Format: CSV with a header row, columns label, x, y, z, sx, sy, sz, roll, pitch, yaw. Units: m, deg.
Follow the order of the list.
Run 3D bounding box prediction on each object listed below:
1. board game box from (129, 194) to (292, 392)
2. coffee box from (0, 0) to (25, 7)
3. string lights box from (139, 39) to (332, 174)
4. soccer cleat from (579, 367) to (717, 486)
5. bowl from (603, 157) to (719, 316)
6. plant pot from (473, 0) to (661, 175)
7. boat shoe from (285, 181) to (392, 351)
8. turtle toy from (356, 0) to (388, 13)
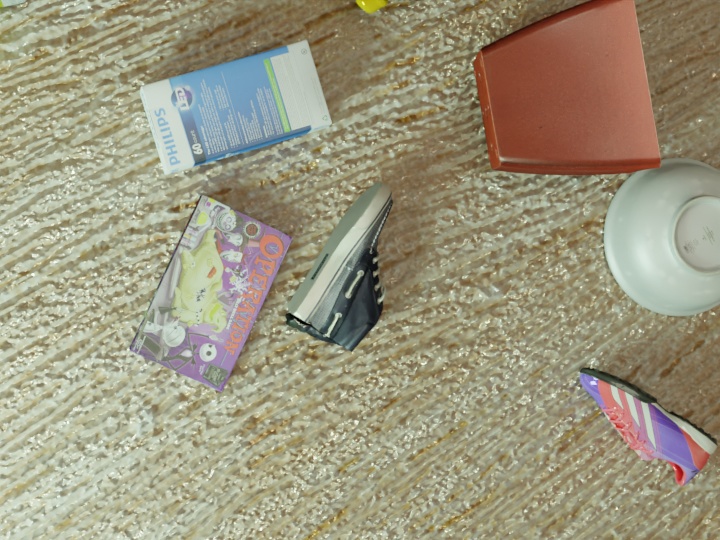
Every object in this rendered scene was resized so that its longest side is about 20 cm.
label,x,y,z,sx,sy,sz,roll,pitch,yaw
board game box,-0.174,0.026,1.565,0.120,0.032,0.201,25,85,-14
coffee box,-0.480,-0.375,1.416,0.197,0.200,0.201,-14,94,-10
string lights box,-0.145,-0.188,1.553,0.199,0.059,0.103,-17,93,-10
soccer cleat,0.344,0.189,1.646,0.200,0.068,0.073,33,89,-12
bowl,0.408,-0.042,1.644,0.200,0.090,0.202,0,89,-11
plant pot,0.231,-0.201,1.568,0.176,0.200,0.201,-10,92,2
boat shoe,0.000,0.000,1.581,0.093,0.075,0.200,33,92,-16
turtle toy,0.028,-0.403,1.563,0.146,0.101,0.200,-32,94,15
